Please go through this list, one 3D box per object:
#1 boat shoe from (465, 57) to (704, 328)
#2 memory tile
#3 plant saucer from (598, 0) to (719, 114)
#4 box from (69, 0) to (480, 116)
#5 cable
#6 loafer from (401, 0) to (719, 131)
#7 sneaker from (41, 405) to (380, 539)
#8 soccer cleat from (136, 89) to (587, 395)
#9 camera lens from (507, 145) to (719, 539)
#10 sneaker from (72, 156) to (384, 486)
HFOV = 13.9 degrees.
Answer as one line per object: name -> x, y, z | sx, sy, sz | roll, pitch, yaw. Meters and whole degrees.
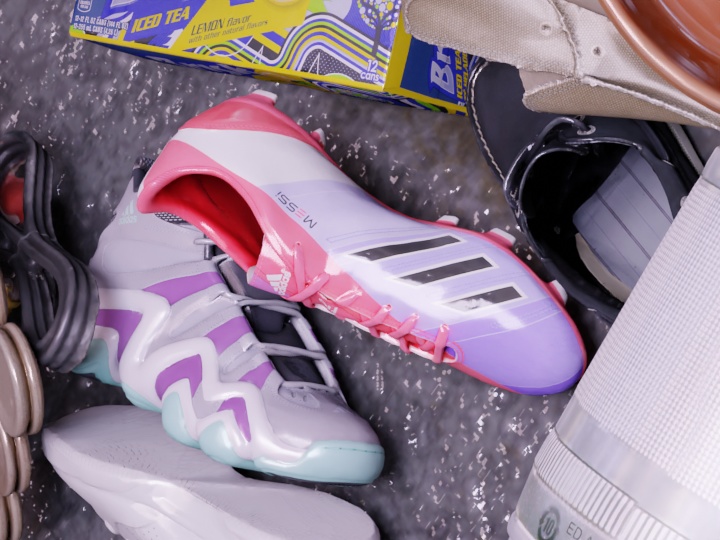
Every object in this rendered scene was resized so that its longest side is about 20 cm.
boat shoe -> 0.093, -0.029, 1.173 | 0.075, 0.066, 0.200 | -50, 54, 23
memory tile -> -0.186, 0.016, 1.353 | 0.154, 0.017, 0.201 | 107, 143, -53
plant saucer -> 0.173, -0.147, 1.084 | 0.199, 0.032, 0.202 | 0, 85, 0
box -> -0.036, -0.119, 1.303 | 0.199, 0.064, 0.071 | 13, 90, 42
cable -> -0.145, -0.006, 1.355 | 0.200, 0.050, 0.098 | 22, 85, 60
loafer -> 0.101, -0.090, 1.150 | 0.199, 0.076, 0.068 | 29, 122, 14
sneaker -> -0.075, 0.124, 1.295 | 0.199, 0.075, 0.089 | 26, 119, 44
soccer cleat -> 0.000, 0.000, 1.209 | 0.200, 0.076, 0.067 | 35, 142, 17
camera lens -> 0.154, 0.063, 1.029 | 0.160, 0.160, 0.201 | 35, 97, 39
sneaker -> -0.051, 0.004, 1.284 | 0.199, 0.077, 0.141 | 25, 99, 40
